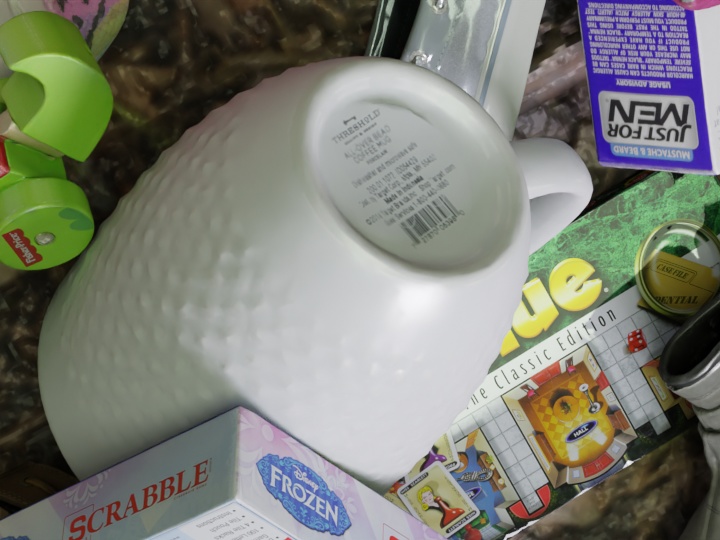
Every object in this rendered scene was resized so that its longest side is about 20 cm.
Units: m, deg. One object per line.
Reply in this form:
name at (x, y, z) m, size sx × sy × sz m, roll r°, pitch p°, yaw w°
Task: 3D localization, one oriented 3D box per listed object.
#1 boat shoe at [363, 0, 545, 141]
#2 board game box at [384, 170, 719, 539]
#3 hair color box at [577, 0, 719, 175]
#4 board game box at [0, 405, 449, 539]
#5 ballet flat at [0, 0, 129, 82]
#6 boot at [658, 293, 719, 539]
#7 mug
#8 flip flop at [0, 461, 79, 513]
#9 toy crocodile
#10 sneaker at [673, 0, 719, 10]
boat shoe at (0.033, -0.127, 0.976) m, size 0.071 × 0.070 × 0.202 m, roll 6°, pitch 101°, yaw -18°
board game box at (0.078, 0.041, 1.036) m, size 0.200 × 0.023 × 0.105 m, roll -32°, pitch 100°, yaw -3°
hair color box at (0.133, -0.148, 0.958) m, size 0.109 × 0.065 × 0.201 m, roll -26°, pitch 115°, yaw -42°
board game box at (-0.051, 0.142, 0.930) m, size 0.200 × 0.041 × 0.199 m, roll -26°, pitch 135°, yaw 32°
ballet flat at (-0.180, -0.075, 0.950) m, size 0.199 × 0.071 × 0.069 m, roll -23°, pitch 91°, yaw -5°
boot at (0.150, 0.074, 1.009) m, size 0.200 × 0.068 × 0.131 m, roll -45°, pitch 127°, yaw -8°
mug at (0.000, 0.000, 0.919) m, size 0.199 × 0.175 × 0.148 m, roll -18°, pitch 72°, yaw -36°
flip flop at (-0.113, 0.105, 0.992) m, size 0.199 × 0.081 × 0.058 m, roll 0°, pitch 80°, yaw -10°
toy crocodile at (-0.159, -0.018, 0.935) m, size 0.062 × 0.068 × 0.200 m, roll 19°, pitch 132°, yaw -43°
sneaker at (0.149, -0.187, 0.866) m, size 0.088 × 0.081 × 0.201 m, roll 33°, pitch 107°, yaw 19°
